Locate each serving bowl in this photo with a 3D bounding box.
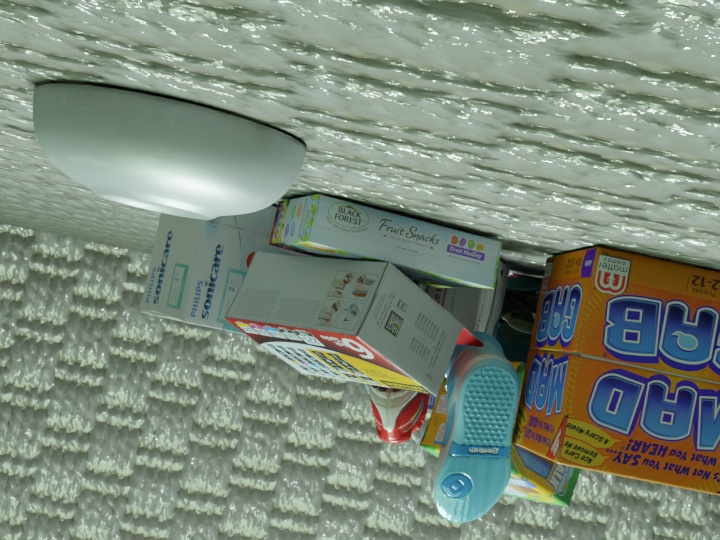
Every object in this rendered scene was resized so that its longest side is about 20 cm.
[{"bbox_3d":[-0.142,-0.077,0.967,0.199,0.066,0.200,11,177,1],"label":"serving bowl"}]

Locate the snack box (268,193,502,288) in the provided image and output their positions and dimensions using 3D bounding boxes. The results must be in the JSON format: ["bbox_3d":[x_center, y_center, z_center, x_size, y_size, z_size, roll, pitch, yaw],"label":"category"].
[{"bbox_3d":[0.023,-0.027,1.343,0.199,0.053,0.142,14,174,-18],"label":"snack box"}]

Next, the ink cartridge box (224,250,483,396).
[{"bbox_3d":[-0.004,0.062,1.359,0.199,0.084,0.175,5,154,46],"label":"ink cartridge box"}]

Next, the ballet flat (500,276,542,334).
[{"bbox_3d":[0.224,0.043,1.607,0.068,0.069,0.200,-16,-171,-29],"label":"ballet flat"}]

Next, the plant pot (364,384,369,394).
[{"bbox_3d":[0.102,0.098,1.926,0.195,0.201,0.196,9,176,27],"label":"plant pot"}]

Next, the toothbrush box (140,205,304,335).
[{"bbox_3d":[-0.130,-0.003,1.484,0.200,0.147,0.085,16,175,-43],"label":"toothbrush box"}]

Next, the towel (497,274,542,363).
[{"bbox_3d":[0.254,0.083,1.636,0.199,0.147,0.022,7,159,39],"label":"towel"}]

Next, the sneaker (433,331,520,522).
[{"bbox_3d":[0.120,0.158,1.425,0.079,0.201,0.131,10,-157,-8],"label":"sneaker"}]

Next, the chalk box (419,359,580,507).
[{"bbox_3d":[0.192,0.202,1.607,0.200,0.124,0.124,35,158,-35],"label":"chalk box"}]

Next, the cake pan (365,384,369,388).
[{"bbox_3d":[-0.012,0.084,1.624,0.200,0.037,0.200,44,170,10],"label":"cake pan"}]

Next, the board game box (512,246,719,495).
[{"bbox_3d":[0.281,0.098,1.308,0.199,0.201,0.200,11,177,-5],"label":"board game box"}]

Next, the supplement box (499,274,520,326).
[{"bbox_3d":[0.288,0.075,1.743,0.199,0.102,0.103,10,176,20],"label":"supplement box"}]

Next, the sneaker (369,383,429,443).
[{"bbox_3d":[0.045,0.134,1.460,0.077,0.085,0.200,2,-167,14],"label":"sneaker"}]

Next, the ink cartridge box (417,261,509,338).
[{"bbox_3d":[0.115,0.035,1.528,0.068,0.117,0.200,10,177,16],"label":"ink cartridge box"}]

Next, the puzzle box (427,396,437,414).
[{"bbox_3d":[0.102,0.087,1.731,0.133,0.201,0.025,10,177,38],"label":"puzzle box"}]
